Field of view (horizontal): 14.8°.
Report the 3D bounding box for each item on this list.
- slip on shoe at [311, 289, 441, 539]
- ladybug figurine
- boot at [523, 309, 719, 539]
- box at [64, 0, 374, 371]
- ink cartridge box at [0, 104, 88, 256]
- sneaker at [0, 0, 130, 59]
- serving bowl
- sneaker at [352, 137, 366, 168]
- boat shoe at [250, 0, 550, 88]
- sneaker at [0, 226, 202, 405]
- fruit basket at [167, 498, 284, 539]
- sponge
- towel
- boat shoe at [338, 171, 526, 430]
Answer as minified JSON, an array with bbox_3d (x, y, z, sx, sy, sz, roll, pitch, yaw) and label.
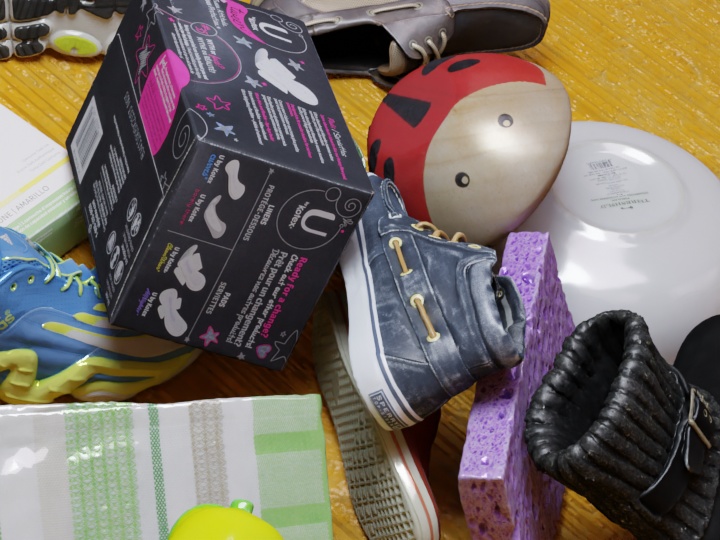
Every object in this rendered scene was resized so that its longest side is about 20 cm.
[{"bbox_3d":[0.020,0.085,1.569,0.061,0.074,0.201,0,40,-15],"label":"slip on shoe"},{"bbox_3d":[0.057,-0.076,1.665,0.072,0.136,0.200,35,-4,-20],"label":"ladybug figurine"},{"bbox_3d":[0.171,0.068,1.547,0.158,0.079,0.212,43,36,-27],"label":"boot"},{"bbox_3d":[-0.084,-0.058,1.588,0.114,0.133,0.200,16,27,-23],"label":"box"},{"bbox_3d":[-0.274,-0.056,1.674,0.200,0.048,0.145,35,49,20],"label":"ink cartridge box"},{"bbox_3d":[-0.206,-0.184,1.812,0.199,0.077,0.085,10,32,-11],"label":"sneaker"},{"bbox_3d":[0.152,-0.028,1.713,0.199,0.066,0.201,5,43,-5],"label":"serving bowl"},{"bbox_3d":[-0.029,-0.084,1.699,0.076,0.089,0.200,-3,31,-14],"label":"sneaker"},{"bbox_3d":[0.027,-0.153,1.824,0.199,0.075,0.074,-1,54,0],"label":"boat shoe"},{"bbox_3d":[-0.173,0.022,1.568,0.199,0.105,0.076,-13,48,-22],"label":"sneaker"},{"bbox_3d":[-0.083,0.209,1.320,0.155,0.216,0.216,-14,48,-23],"label":"fruit basket"},{"bbox_3d":[0.092,0.083,1.552,0.030,0.112,0.201,-3,41,18],"label":"sponge"},{"bbox_3d":[-0.112,0.143,1.468,0.199,0.031,0.150,-2,83,-16],"label":"towel"},{"bbox_3d":[0.041,0.003,1.543,0.090,0.071,0.201,-24,38,13],"label":"boat shoe"}]
